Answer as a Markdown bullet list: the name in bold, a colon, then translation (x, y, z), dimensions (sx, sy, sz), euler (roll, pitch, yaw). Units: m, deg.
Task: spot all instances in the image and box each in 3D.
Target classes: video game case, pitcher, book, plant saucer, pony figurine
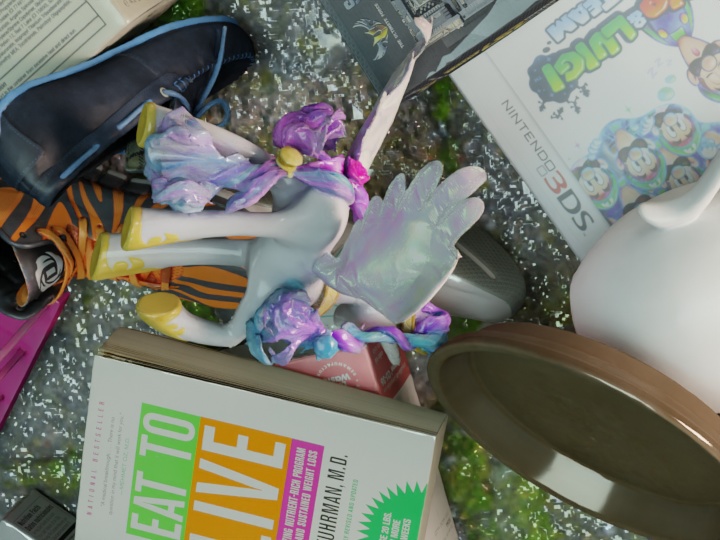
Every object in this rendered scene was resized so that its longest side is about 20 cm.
- **video game case**: translation (0.171, -0.102, 1.464), dimensions (0.200, 0.024, 0.182), euler (-34, 96, 21)
- **pitcher**: translation (0.202, -0.015, 1.392), dimensions (0.200, 0.121, 0.172), euler (-24, 125, 25)
- **book**: translation (-0.059, 0.122, 1.514), dimensions (0.199, 0.048, 0.134), euler (13, 112, 10)
- **plant saucer**: translation (0.129, 0.086, 1.428), dimensions (0.200, 0.200, 0.030), euler (27, 69, 6)
- **pony figurine**: translation (-0.026, -0.027, 1.395), dimensions (0.199, 0.167, 0.193), euler (10, 133, -15)

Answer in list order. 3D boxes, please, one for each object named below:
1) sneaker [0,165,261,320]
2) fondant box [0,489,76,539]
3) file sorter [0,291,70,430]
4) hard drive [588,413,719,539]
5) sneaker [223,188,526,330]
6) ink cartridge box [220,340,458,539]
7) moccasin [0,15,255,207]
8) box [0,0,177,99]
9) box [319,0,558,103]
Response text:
- **sneaker**: translation (-0.142, -0.005, 1.481), dimensions (0.199, 0.112, 0.078), euler (16, 124, 15)
- **fondant box**: translation (-0.164, 0.253, 1.642), dimensions (0.200, 0.058, 0.145), euler (35, 112, 4)
- **file sorter**: translation (-0.286, 0.067, 1.547), dimensions (0.139, 0.125, 0.200), euler (35, 135, 3)
- **hard drive**: translation (0.248, 0.102, 1.497), dimensions (0.200, 0.038, 0.140), euler (-37, 94, 21)
- **sneaker**: translation (0.000, 0.000, 1.522), dimensions (0.200, 0.070, 0.081), euler (17, 115, 18)
- **ink cartridge box**: translation (-0.014, 0.138, 1.561), dimensions (0.116, 0.068, 0.201), euler (-13, 103, 18)
- **moccasin**: translation (-0.127, -0.080, 1.461), dimensions (0.068, 0.200, 0.081), euler (51, 139, 11)
- **box**: translation (-0.217, -0.188, 1.495), dimensions (0.128, 0.109, 0.200), euler (-38, 94, 23)
- **box**: translation (0.029, -0.214, 1.442), dimensions (0.157, 0.051, 0.200), euler (-33, 88, 21)
